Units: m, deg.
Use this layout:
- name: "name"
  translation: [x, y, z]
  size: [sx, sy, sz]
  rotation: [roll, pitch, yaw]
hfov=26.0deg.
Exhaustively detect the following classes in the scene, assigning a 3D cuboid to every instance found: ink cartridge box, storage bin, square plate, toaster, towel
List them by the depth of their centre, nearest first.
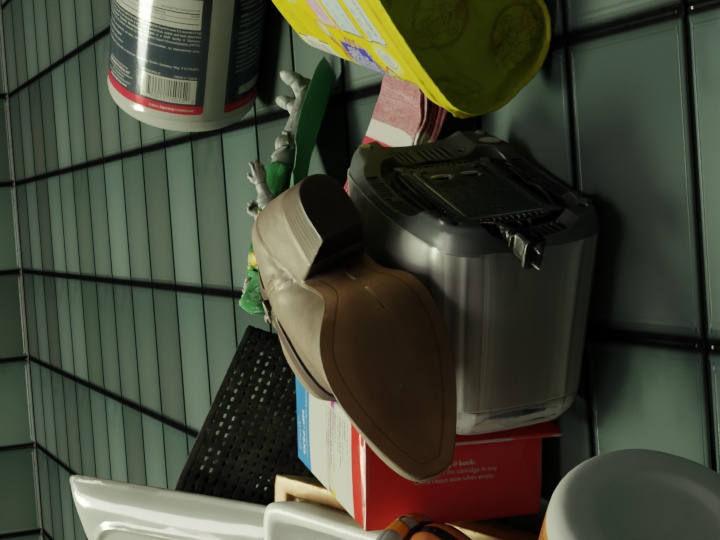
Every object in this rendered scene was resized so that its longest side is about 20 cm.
- name: "toaster"
  translation: [0.066, 0.007, 0.906]
  size: [0.200, 0.113, 0.130]
  rotation: [-137, 42, -58]
- name: "ink cartridge box"
  translation: [0.038, 0.108, 0.975]
  size: [0.200, 0.115, 0.068]
  rotation: [-149, 57, -71]
- name: "towel"
  translation: [0.000, -0.038, 1.058]
  size: [0.144, 0.023, 0.201]
  rotation: [-138, 70, -75]
- name: "square plate"
  translation: [-0.112, 0.244, 1.146]
  size: [0.198, 0.028, 0.199]
  rotation: [5, 125, 28]
- name: "storage bin"
  translation: [-0.080, 0.159, 1.231]
  size: [0.201, 0.093, 0.136]
  rotation: [-68, -7, -48]

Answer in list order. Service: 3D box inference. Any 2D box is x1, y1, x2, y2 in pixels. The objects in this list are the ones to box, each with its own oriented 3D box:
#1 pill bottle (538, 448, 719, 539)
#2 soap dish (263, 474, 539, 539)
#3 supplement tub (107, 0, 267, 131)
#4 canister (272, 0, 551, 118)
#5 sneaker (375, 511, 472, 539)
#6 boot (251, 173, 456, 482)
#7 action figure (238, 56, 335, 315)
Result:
- name: "pill bottle"
  translation: [0.128, 0.197, 0.774]
  size: [0.112, 0.111, 0.201]
  rotation: [-119, 32, -48]
- name: "soap dish"
  translation: [0.029, 0.221, 1.003]
  size: [0.199, 0.081, 0.159]
  rotation: [9, 106, 41]
- name: "supplement tub"
  translation: [-0.153, -0.239, 1.394]
  size: [0.141, 0.139, 0.201]
  rotation: [-120, 32, -49]
- name: "canister"
  translation: [0.009, -0.183, 0.948]
  size: [0.149, 0.087, 0.200]
  rotation: [52, 169, -32]
- name: "sneaker"
  translation: [0.043, 0.248, 0.889]
  size: [0.112, 0.077, 0.202]
  rotation: [24, 114, 36]
- name: "boot"
  translation: [-0.007, 0.043, 0.882]
  size: [0.146, 0.070, 0.201]
  rotation: [111, 142, -64]
- name: "action figure"
  translation: [-0.064, -0.057, 1.235]
  size: [0.118, 0.054, 0.202]
  rotation: [103, 177, -65]
